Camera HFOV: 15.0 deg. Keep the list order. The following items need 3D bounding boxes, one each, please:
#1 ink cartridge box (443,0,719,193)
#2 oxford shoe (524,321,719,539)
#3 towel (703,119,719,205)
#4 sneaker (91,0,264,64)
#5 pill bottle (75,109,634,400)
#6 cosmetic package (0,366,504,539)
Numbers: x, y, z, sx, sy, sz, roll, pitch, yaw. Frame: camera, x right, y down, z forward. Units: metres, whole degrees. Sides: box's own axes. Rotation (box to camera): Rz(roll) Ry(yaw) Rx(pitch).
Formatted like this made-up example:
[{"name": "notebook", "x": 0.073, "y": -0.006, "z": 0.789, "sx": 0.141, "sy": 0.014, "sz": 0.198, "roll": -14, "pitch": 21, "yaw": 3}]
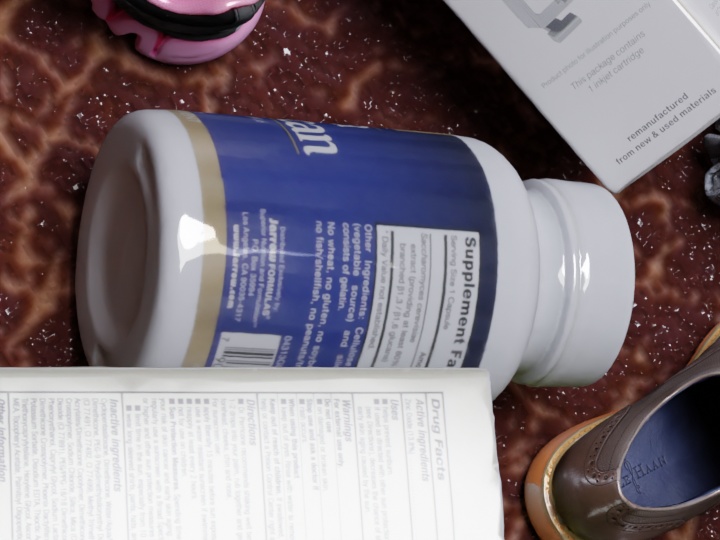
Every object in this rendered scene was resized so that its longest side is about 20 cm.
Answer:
[{"name": "ink cartridge box", "x": 0.084, "y": -0.152, "z": 1.110, "sx": 0.200, "sy": 0.083, "sz": 0.147, "roll": 48, "pitch": 32, "yaw": -7}, {"name": "oxford shoe", "x": 0.163, "y": 0.059, "z": 1.135, "sx": 0.200, "sy": 0.073, "sz": 0.071, "roll": -32, "pitch": 92, "yaw": -27}, {"name": "towel", "x": 0.255, "y": -0.048, "z": 1.131, "sx": 0.165, "sy": 0.200, "sz": 0.086, "roll": 16, "pitch": 72, "yaw": -22}, {"name": "sneaker", "x": -0.115, "y": -0.148, "z": 1.039, "sx": 0.200, "sy": 0.095, "sz": 0.079, "roll": 28, "pitch": 87, "yaw": -15}, {"name": "pill bottle", "x": 0.000, "y": 0.000, "z": 1.053, "sx": 0.199, "sy": 0.111, "sz": 0.112, "roll": 4, "pitch": 77, "yaw": -24}, {"name": "cosmetic package", "x": -0.055, "y": 0.093, "z": 0.981, "sx": 0.199, "sy": 0.087, "sz": 0.104, "roll": 2, "pitch": 71, "yaw": -14}]
